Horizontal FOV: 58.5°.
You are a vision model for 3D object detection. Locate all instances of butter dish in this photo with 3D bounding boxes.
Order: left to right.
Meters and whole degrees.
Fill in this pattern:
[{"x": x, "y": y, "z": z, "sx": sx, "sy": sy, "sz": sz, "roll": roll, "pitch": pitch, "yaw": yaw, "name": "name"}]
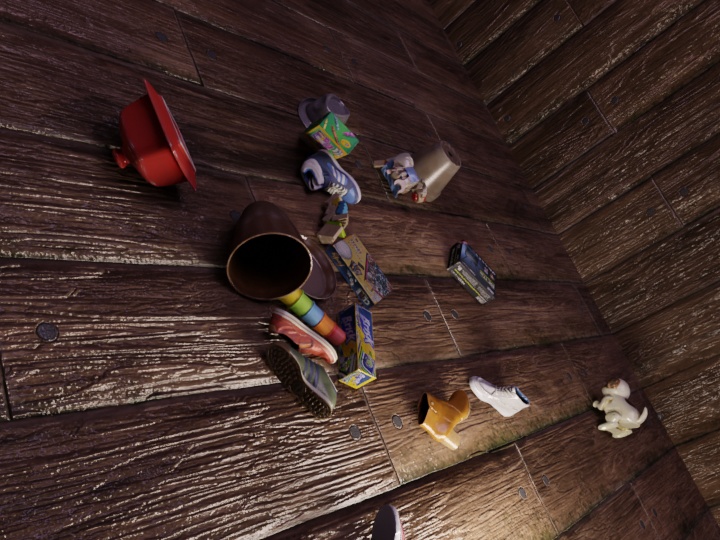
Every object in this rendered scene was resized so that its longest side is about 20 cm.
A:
[{"x": -0.454, "y": -0.264, "z": 1.369, "sx": 0.200, "sy": 0.147, "sz": 0.200, "roll": 86, "pitch": -21, "yaw": -71, "name": "butter dish"}]

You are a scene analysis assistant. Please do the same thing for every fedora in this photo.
[{"x": -0.102, "y": -0.511, "z": 2.094, "sx": 0.177, "sy": 0.090, "sz": 0.200, "roll": 55, "pitch": 32, "yaw": 1, "name": "fedora"}]

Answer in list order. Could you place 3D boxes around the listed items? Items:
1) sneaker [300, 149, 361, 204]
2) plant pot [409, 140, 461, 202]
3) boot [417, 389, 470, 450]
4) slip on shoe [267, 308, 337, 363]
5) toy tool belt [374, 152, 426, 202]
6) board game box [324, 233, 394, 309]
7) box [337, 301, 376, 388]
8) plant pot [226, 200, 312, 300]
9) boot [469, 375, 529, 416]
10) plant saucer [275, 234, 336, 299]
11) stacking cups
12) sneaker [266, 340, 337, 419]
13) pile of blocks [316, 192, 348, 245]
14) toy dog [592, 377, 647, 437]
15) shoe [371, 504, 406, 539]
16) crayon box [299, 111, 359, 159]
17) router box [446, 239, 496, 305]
[{"x": -0.096, "y": -0.248, "z": 1.884, "sx": 0.200, "sy": 0.080, "sz": 0.147, "roll": 52, "pitch": 43, "yaw": -15, "name": "sneaker"}, {"x": 0.273, "y": -0.384, "z": 2.389, "sx": 0.200, "sy": 0.173, "sz": 0.200, "roll": 34, "pitch": 36, "yaw": -30, "name": "plant pot"}, {"x": 0.219, "y": 0.362, "z": 1.713, "sx": 0.144, "sy": 0.071, "sz": 0.201, "roll": 45, "pitch": 38, "yaw": -20, "name": "boot"}, {"x": -0.133, "y": 0.161, "z": 1.463, "sx": 0.200, "sy": 0.074, "sz": 0.061, "roll": 40, "pitch": 69, "yaw": -31, "name": "slip on shoe"}, {"x": 0.131, "y": -0.307, "z": 2.211, "sx": 0.123, "sy": 0.125, "sz": 0.200, "roll": -15, "pitch": 66, "yaw": -23, "name": "toy tool belt"}, {"x": 0.000, "y": 0.000, "z": 1.803, "sx": 0.200, "sy": 0.035, "sz": 0.135, "roll": 55, "pitch": 32, "yaw": 1, "name": "board game box"}, {"x": -0.011, "y": 0.182, "z": 1.584, "sx": 0.064, "sy": 0.070, "sz": 0.201, "roll": 32, "pitch": 38, "yaw": -35, "name": "box"}, {"x": -0.219, "y": -0.067, "z": 1.474, "sx": 0.187, "sy": 0.187, "sz": 0.200, "roll": 30, "pitch": 25, "yaw": -33, "name": "plant pot"}, {"x": 0.426, "y": 0.367, "z": 1.956, "sx": 0.200, "sy": 0.095, "sz": 0.074, "roll": 37, "pitch": 36, "yaw": -25, "name": "boot"}, {"x": -0.143, "y": -0.008, "z": 1.620, "sx": 0.200, "sy": 0.032, "sz": 0.201, "roll": 37, "pitch": 33, "yaw": -28, "name": "plant saucer"}, {"x": -0.114, "y": 0.102, "z": 1.539, "sx": 0.200, "sy": 0.060, "sz": 0.061, "roll": 42, "pitch": 34, "yaw": -22, "name": "stacking cups"}, {"x": -0.122, "y": 0.226, "z": 1.411, "sx": 0.200, "sy": 0.067, "sz": 0.090, "roll": 52, "pitch": 25, "yaw": -5, "name": "sneaker"}, {"x": -0.063, "y": -0.136, "z": 1.807, "sx": 0.200, "sy": 0.082, "sz": 0.062, "roll": -81, "pitch": 156, "yaw": -45, "name": "pile of blocks"}, {"x": 0.992, "y": 0.513, "z": 2.479, "sx": 0.139, "sy": 0.194, "sz": 0.201, "roll": 21, "pitch": 50, "yaw": -23, "name": "toy dog"}, {"x": 0.080, "y": 0.593, "z": 1.324, "sx": 0.091, "sy": 0.071, "sz": 0.201, "roll": 28, "pitch": 46, "yaw": -37, "name": "shoe"}, {"x": -0.095, "y": -0.391, "z": 1.908, "sx": 0.119, "sy": 0.200, "sz": 0.058, "roll": 43, "pitch": 76, "yaw": -17, "name": "crayon box"}, {"x": 0.399, "y": 0.006, "z": 2.291, "sx": 0.200, "sy": 0.062, "sz": 0.150, "roll": 43, "pitch": 35, "yaw": -17, "name": "router box"}]
